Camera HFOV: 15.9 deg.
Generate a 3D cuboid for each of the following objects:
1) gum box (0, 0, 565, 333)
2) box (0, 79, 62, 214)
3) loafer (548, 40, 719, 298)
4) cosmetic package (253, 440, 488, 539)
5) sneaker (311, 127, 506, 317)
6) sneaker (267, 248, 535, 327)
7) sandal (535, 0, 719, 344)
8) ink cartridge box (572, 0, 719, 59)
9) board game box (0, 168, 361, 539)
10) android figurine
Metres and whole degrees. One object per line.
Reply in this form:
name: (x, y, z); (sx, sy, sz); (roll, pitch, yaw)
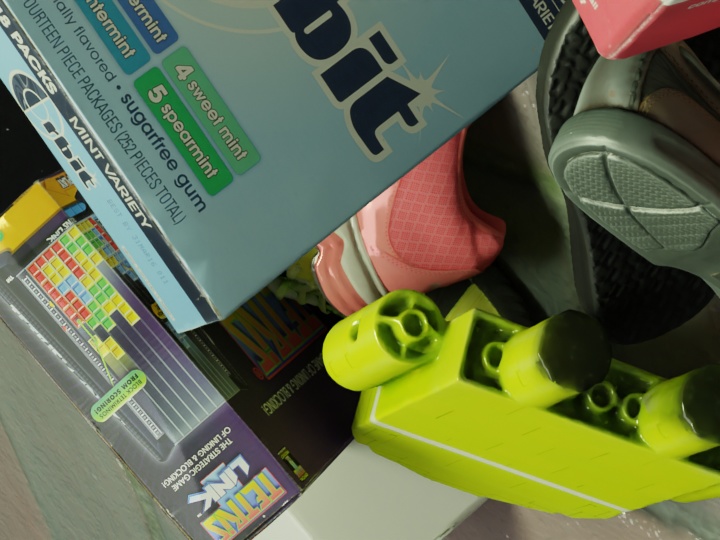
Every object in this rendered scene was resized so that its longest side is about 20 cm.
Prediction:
gum box: (-0.033, -0.104, 0.919); (0.170, 0.200, 0.045); (55, 154, -9)
box: (-0.255, -0.138, 1.350); (0.182, 0.104, 0.200); (22, 141, 48)
loafer: (0.151, -0.011, 0.887); (0.200, 0.063, 0.072); (37, 151, -28)
cosmetic package: (-0.037, 0.063, 1.260); (0.200, 0.102, 0.074); (53, 155, 1)
sneaker: (0.008, -0.083, 1.053); (0.074, 0.087, 0.201); (-64, -39, -72)
sneaker: (0.000, 0.000, 1.145); (0.200, 0.076, 0.075); (46, 152, 9)
sandal: (0.094, -0.052, 0.937); (0.201, 0.075, 0.048); (84, 160, -48)
ink cartridge box: (0.105, -0.168, 0.710); (0.148, 0.085, 0.200); (66, 155, 10)
board game box: (-0.071, 0.024, 1.120); (0.165, 0.057, 0.200); (48, -163, 0)
android figurine: (0.073, 0.059, 1.045); (0.182, 0.041, 0.200); (20, 163, -14)
